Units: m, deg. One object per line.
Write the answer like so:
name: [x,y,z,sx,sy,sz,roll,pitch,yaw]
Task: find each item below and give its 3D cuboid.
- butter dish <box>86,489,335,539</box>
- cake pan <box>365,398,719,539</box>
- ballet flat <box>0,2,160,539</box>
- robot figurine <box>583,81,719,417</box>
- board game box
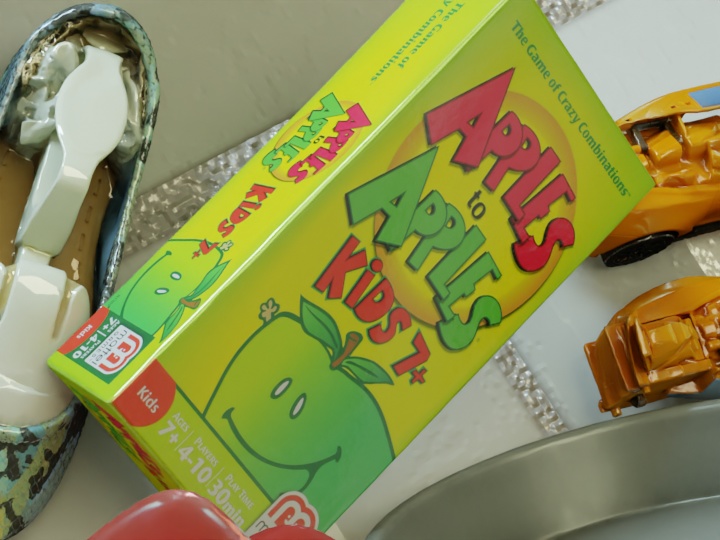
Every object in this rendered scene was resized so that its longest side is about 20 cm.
butter dish: [-0.023,0.164,0.952,0.200,0.200,0.148,50,35,3]
cake pan: [0.101,0.089,1.009,0.200,0.200,0.037,-19,102,-27]
ballet flat: [-0.113,-0.006,1.029,0.074,0.074,0.200,16,65,-15]
robot figurine: [0.166,-0.016,1.146,0.200,0.058,0.145,-14,74,-25]
board game box: [0.000,0.000,1.026,0.200,0.048,0.102,-46,124,-13]
